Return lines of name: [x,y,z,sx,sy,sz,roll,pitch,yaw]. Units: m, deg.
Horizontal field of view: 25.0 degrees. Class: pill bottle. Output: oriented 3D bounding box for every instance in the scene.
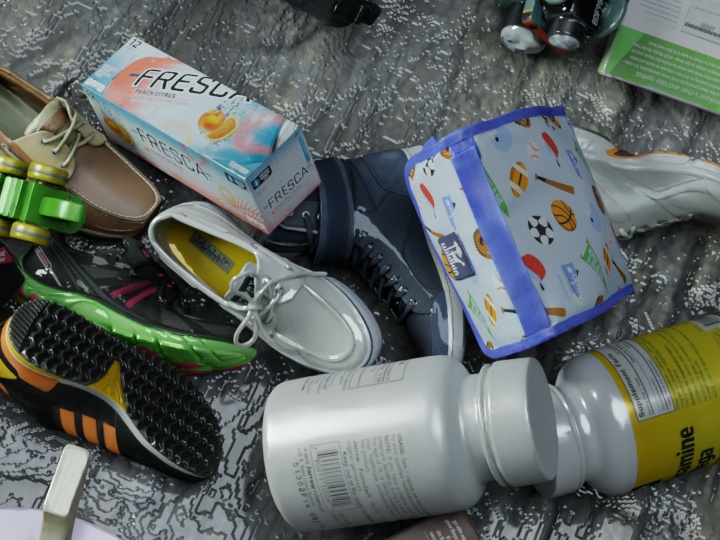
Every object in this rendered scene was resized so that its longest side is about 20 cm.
pill bottle: [0.224,0.108,1.261,0.198,0.113,0.113,-16,73,-13]
pill bottle: [0.038,0.123,1.186,0.198,0.114,0.115,-11,69,18]

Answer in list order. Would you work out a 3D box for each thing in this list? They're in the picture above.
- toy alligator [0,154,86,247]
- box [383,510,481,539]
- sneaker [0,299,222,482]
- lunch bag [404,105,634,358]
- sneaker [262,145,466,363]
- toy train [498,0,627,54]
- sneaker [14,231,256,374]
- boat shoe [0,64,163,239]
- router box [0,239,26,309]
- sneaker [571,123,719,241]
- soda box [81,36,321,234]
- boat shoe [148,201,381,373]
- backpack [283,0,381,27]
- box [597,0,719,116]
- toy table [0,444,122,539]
toy alligator: [-0.274,-0.055,1.254,0.199,0.054,0.060,11,84,33]
box: [0.008,0.263,1.193,0.199,0.075,0.101,-24,76,-18]
sneaker: [-0.197,0.100,1.227,0.200,0.090,0.070,37,48,-22]
lunch bag: [0.118,-0.030,1.228,0.123,0.200,0.171,-24,89,17]
sneaker: [-0.001,0.000,1.279,0.145,0.077,0.204,-5,65,-18]
toy train: [0.180,-0.277,1.399,0.085,0.114,0.202,28,70,-36]
sneaker: [-0.169,0.020,1.252,0.199,0.077,0.084,23,72,-1]
boat shoe: [-0.247,-0.098,1.278,0.199,0.074,0.076,31,58,3]
router box: [-0.369,0.031,1.196,0.149,0.062,0.200,26,66,27]
sneaker: [0.227,-0.052,1.350,0.198,0.076,0.093,14,76,5]
soda box: [-0.126,-0.108,1.265,0.199,0.069,0.064,30,66,33]
boat shoe: [-0.078,0.015,1.221,0.201,0.086,0.075,38,106,11]
backpack: [-0.063,-0.324,1.338,0.189,0.201,0.155,5,37,-5]
box: [0.305,-0.241,1.396,0.143,0.036,0.202,19,96,-2]
toy table: [-0.225,0.225,1.147,0.198,0.117,0.185,7,69,-5]
